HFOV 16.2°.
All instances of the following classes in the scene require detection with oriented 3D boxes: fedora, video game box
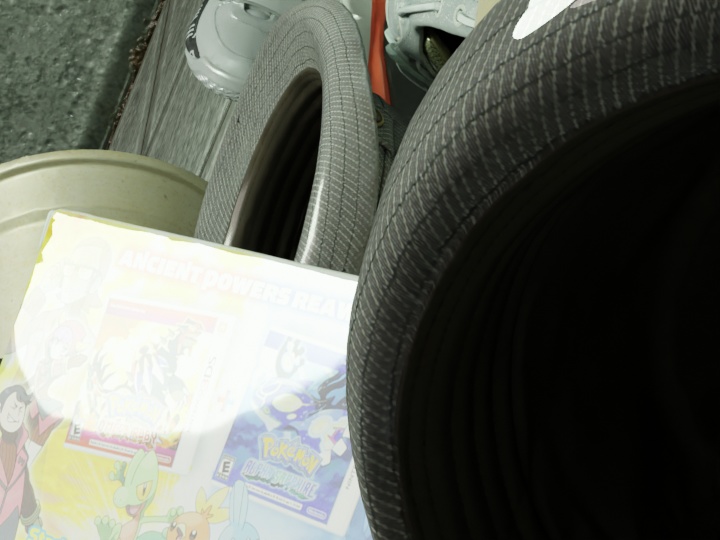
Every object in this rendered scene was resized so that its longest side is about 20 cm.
[{"bbox_3d":[0.000,0.000,0.932,0.200,0.090,0.177,-107,35,-64],"label":"fedora"},{"bbox_3d":[-0.040,0.086,0.722,0.200,0.047,0.183,13,84,41],"label":"video game box"},{"bbox_3d":[0.092,0.018,0.375,0.090,0.177,0.200,-38,-5,-42],"label":"fedora"}]

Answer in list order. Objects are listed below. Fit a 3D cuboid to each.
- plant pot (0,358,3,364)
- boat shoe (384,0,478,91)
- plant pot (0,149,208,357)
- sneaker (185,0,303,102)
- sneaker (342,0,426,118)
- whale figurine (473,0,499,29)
[{"bbox_3d":[-0.126,0.133,0.956,0.187,0.187,0.200,174,92,-79],"label":"plant pot"},{"bbox_3d":[0.051,-0.085,0.915,0.065,0.074,0.202,-69,17,-10],"label":"boat shoe"},{"bbox_3d":[-0.165,0.060,1.537,0.201,0.200,0.184,121,153,-48],"label":"plant pot"},{"bbox_3d":[-0.063,-0.206,1.715,0.200,0.075,0.115,-78,9,-50],"label":"sneaker"},{"bbox_3d":[0.034,-0.098,1.055,0.200,0.082,0.077,84,-177,-56],"label":"sneaker"},{"bbox_3d":[0.118,-0.077,0.545,0.200,0.104,0.159,-38,24,24],"label":"whale figurine"}]
